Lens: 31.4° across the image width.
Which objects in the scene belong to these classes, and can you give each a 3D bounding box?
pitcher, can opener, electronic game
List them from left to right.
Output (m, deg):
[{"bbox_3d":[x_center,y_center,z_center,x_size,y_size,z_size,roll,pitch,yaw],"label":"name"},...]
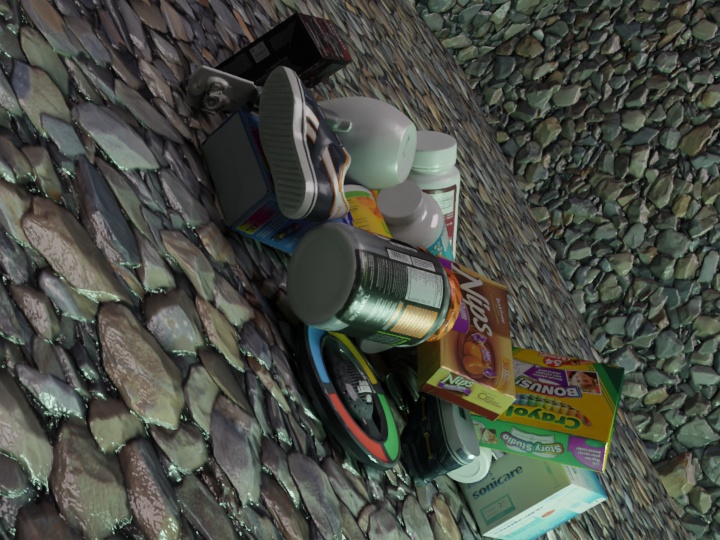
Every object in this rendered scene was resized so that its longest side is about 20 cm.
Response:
[{"bbox_3d":[-0.125,-0.209,1.608,0.198,0.054,0.067,17,20,-18],"label":"can opener"},{"bbox_3d":[-0.035,-0.182,1.694,0.172,0.198,0.123,38,66,-72],"label":"pitcher"},{"bbox_3d":[-0.012,0.140,1.482,0.201,0.041,0.201,54,15,-22],"label":"electronic game"}]

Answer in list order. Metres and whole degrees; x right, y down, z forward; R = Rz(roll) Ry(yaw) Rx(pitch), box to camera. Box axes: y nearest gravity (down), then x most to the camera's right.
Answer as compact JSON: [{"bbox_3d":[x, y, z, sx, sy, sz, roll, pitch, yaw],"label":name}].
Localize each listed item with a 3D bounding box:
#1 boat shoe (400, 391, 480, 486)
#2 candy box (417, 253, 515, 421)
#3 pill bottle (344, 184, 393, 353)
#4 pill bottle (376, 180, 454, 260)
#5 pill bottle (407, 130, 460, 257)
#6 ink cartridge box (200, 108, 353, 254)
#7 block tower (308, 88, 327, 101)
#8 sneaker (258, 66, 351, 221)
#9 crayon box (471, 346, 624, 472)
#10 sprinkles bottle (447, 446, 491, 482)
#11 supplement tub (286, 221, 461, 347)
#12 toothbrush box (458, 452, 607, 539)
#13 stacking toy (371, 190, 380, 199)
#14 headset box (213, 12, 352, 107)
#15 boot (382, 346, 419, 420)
[{"bbox_3d":[0.091,0.178,1.638,0.071,0.090,0.201,43,26,-33],"label":"boat shoe"},{"bbox_3d":[0.133,0.083,1.637,0.116,0.057,0.201,25,41,-20],"label":"candy box"},{"bbox_3d":[0.000,0.000,1.660,0.111,0.110,0.201,31,31,-61],"label":"pill bottle"},{"bbox_3d":[0.076,-0.043,1.900,0.201,0.110,0.112,70,1,-50],"label":"pill bottle"},{"bbox_3d":[0.100,-0.111,2.030,0.114,0.113,0.202,-86,178,-66],"label":"pill bottle"},{"bbox_3d":[-0.089,-0.095,1.564,0.199,0.076,0.137,25,36,-51],"label":"ink cartridge box"},{"bbox_3d":[-0.049,-0.208,1.922,0.057,0.054,0.200,29,-4,16],"label":"block tower"},{"bbox_3d":[-0.064,-0.141,1.477,0.079,0.078,0.202,11,56,-37],"label":"sneaker"},{"bbox_3d":[0.244,0.179,1.719,0.173,0.198,0.059,-57,153,-56],"label":"crayon box"},{"bbox_3d":[0.159,0.210,1.789,0.069,0.068,0.201,54,27,-18],"label":"sprinkles bottle"},{"bbox_3d":[0.020,0.021,1.492,0.199,0.122,0.123,16,42,-46],"label":"supplement tub"},{"bbox_3d":[0.246,0.309,1.802,0.200,0.146,0.086,33,28,-61],"label":"toothbrush box"},{"bbox_3d":[0.003,-0.121,1.991,0.086,0.085,0.201,53,21,-19],"label":"stacking toy"},{"bbox_3d":[-0.104,-0.290,1.811,0.076,0.148,0.200,59,14,0],"label":"headset box"},{"bbox_3d":[0.055,0.115,1.718,0.201,0.067,0.131,56,20,-9],"label":"boot"}]
